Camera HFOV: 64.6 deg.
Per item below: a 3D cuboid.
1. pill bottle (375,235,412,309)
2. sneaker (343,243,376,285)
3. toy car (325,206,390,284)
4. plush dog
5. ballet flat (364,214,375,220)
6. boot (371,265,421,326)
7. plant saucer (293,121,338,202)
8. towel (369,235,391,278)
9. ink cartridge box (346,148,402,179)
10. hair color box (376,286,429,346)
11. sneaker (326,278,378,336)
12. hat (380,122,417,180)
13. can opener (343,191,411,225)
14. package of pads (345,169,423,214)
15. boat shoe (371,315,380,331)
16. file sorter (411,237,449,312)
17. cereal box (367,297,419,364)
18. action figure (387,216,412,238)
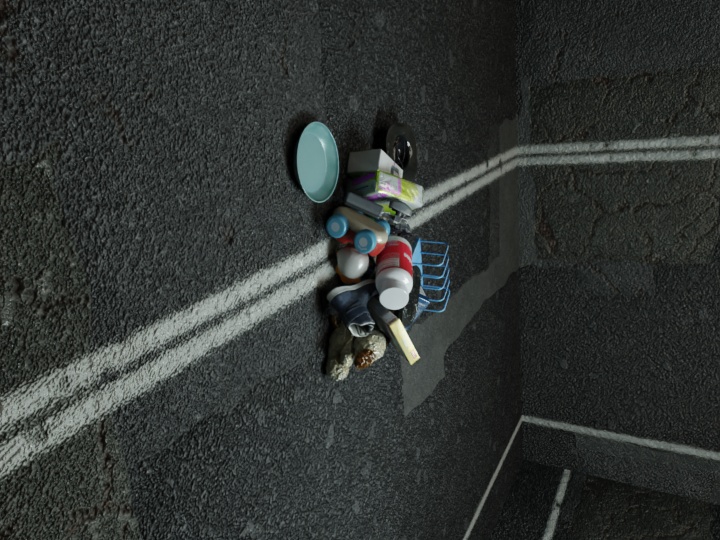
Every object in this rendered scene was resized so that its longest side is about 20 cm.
[{"bbox_3d":[0.097,0.007,1.649,0.204,0.108,0.114,-86,158,-45],"label":"pill bottle"},{"bbox_3d":[0.000,0.000,1.704,0.073,0.080,0.209,10,86,-61],"label":"sneaker"},{"bbox_3d":[-0.029,-0.058,1.617,0.205,0.173,0.184,-66,171,21],"label":"toy car"},{"bbox_3d":[-0.002,0.208,1.630,0.200,0.166,0.166,-41,127,-50],"label":"plush dog"},{"bbox_3d":[0.034,-0.151,1.776,0.077,0.066,0.202,93,20,-45],"label":"ballet flat"},{"bbox_3d":[0.098,0.082,1.729,0.080,0.153,0.216,54,40,-38],"label":"boot"},{"bbox_3d":[-0.122,-0.284,1.500,0.198,0.035,0.209,-10,101,-60],"label":"plant saucer"},{"bbox_3d":[0.075,-0.042,1.893,0.192,0.033,0.208,39,57,-59],"label":"towel"},{"bbox_3d":[0.055,-0.294,1.734,0.199,0.113,0.070,28,67,-58],"label":"ink cartridge box"},{"bbox_3d":[0.127,0.131,1.813,0.059,0.101,0.202,22,118,-32],"label":"hair color box"},{"bbox_3d":[0.012,0.107,1.608,0.198,0.148,0.078,-14,149,-44],"label":"sneaker"},{"bbox_3d":[0.113,-0.385,1.872,0.197,0.079,0.210,3,87,-53],"label":"hat"},{"bbox_3d":[0.051,-0.184,1.609,0.053,0.194,0.069,146,-33,-79],"label":"can opener"},{"bbox_3d":[0.075,-0.228,1.680,0.195,0.152,0.071,12,77,-39],"label":"package of pads"},{"bbox_3d":[0.022,0.184,1.776,0.061,0.073,0.207,-29,110,-43],"label":"boat shoe"},{"bbox_3d":[0.233,0.020,1.918,0.140,0.118,0.206,-60,150,-48],"label":"file sorter"},{"bbox_3d":[0.092,0.173,1.664,0.039,0.200,0.147,-33,114,-9],"label":"cereal box"},{"bbox_3d":[0.128,-0.213,1.906,0.129,0.067,0.208,27,56,-53],"label":"action figure"}]
